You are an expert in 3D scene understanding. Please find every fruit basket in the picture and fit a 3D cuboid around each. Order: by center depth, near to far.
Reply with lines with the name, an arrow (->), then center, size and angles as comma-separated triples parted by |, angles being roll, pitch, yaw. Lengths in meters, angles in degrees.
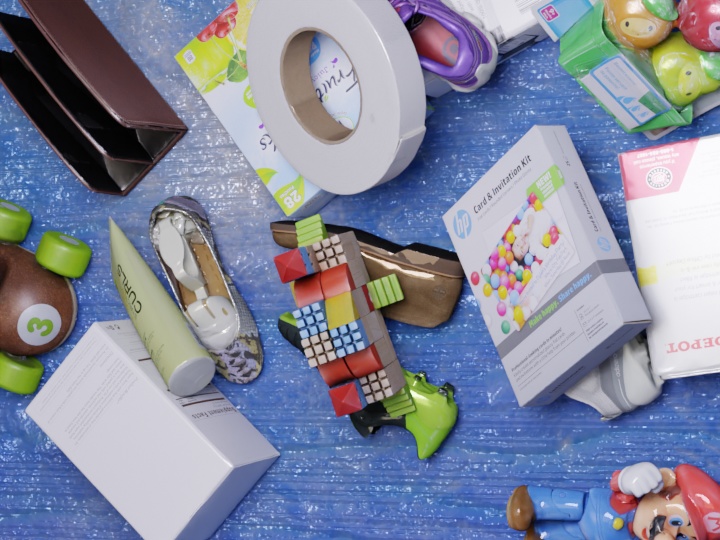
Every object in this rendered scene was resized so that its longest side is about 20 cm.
fruit basket -> 0.274, -0.202, 1.450 | 0.199, 0.185, 0.094 | -21, 39, 41

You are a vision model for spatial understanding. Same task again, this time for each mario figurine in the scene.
mario figurine -> 0.230, 0.229, 1.511 | 0.199, 0.123, 0.107 | -10, 74, 25

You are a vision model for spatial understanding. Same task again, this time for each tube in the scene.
tube -> -0.206, 0.038, 1.668 | 0.058, 0.052, 0.200 | -48, 52, 16

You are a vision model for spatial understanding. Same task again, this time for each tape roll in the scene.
tape roll -> -0.023, -0.168, 1.520 | 0.202, 0.037, 0.204 | 25, 127, 38

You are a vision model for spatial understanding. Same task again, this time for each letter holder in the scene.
letter holder -> -0.291, -0.182, 1.689 | 0.101, 0.142, 0.200 | -43, 77, 16

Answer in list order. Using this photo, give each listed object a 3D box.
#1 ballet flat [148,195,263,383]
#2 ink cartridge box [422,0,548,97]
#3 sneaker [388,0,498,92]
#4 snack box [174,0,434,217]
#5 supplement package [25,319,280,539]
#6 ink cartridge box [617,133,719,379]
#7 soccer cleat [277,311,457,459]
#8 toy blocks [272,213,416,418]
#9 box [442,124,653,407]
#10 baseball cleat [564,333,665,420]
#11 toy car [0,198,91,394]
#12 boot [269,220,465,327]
ballet flat -> -0.159, 0.020, 1.681 | 0.072, 0.072, 0.202 | -27, 82, 19
ink cartridge box -> 0.111, -0.270, 1.565 | 0.199, 0.086, 0.147 | -27, 81, 21
sneaker -> 0.034, -0.233, 1.508 | 0.199, 0.083, 0.081 | 34, 103, 18
snack box -> -0.054, -0.180, 1.640 | 0.168, 0.068, 0.200 | -40, 79, 17
supplement package -> -0.202, 0.159, 1.670 | 0.200, 0.120, 0.121 | 45, 104, 15
ink cartridge box -> 0.316, -0.015, 1.492 | 0.144, 0.083, 0.202 | -9, 87, 21
soccer cleat -> -0.002, 0.108, 1.625 | 0.199, 0.067, 0.081 | 30, 102, 15
toy blocks -> -0.018, 0.048, 1.521 | 0.099, 0.137, 0.201 | -19, 91, 12
box -> 0.161, -0.004, 1.515 | 0.156, 0.041, 0.201 | -44, 57, 45
baseball cleat -> 0.196, 0.038, 1.546 | 0.106, 0.070, 0.201 | -27, 81, 19
toy car -> -0.389, 0.026, 1.697 | 0.157, 0.200, 0.165 | 28, 100, 18
boot -> 0.000, 0.000, 1.622 | 0.199, 0.074, 0.076 | 17, 104, 17
